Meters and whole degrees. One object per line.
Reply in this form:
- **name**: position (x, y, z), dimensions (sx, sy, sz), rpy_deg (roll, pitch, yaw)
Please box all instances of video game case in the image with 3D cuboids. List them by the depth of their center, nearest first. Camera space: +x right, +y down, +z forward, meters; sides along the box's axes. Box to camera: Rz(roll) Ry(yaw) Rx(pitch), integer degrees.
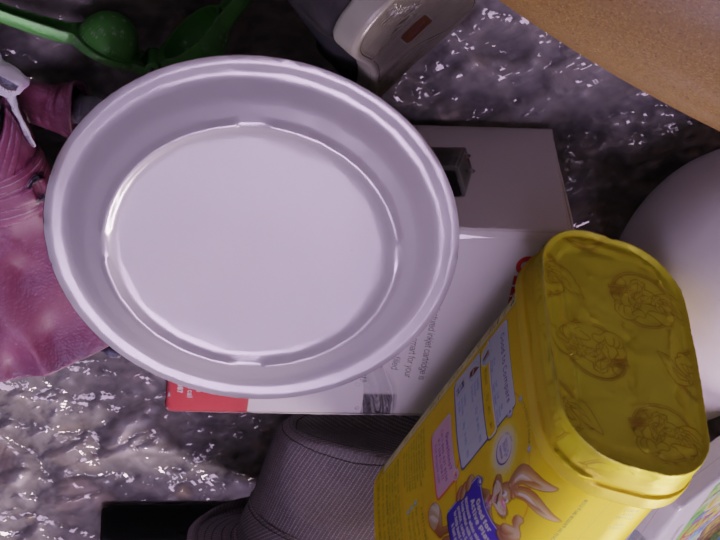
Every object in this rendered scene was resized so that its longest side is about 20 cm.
- **video game case**: position (0.212, 0.111, 1.577), dimensions (0.200, 0.022, 0.182), rpy_deg (-33, 163, -27)

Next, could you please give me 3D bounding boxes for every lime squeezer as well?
- **lime squeezer**: position (-0.108, -0.123, 1.386), dimensions (0.199, 0.038, 0.071), rpy_deg (-8, 137, 3)

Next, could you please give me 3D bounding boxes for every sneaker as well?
- **sneaker**: position (-0.008, -0.146, 1.339), dimensions (0.075, 0.106, 0.200), rpy_deg (-43, 172, -2)

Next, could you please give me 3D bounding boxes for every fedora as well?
- **fedora**: position (0.009, 0.131, 1.613), dimensions (0.199, 0.177, 0.091), rpy_deg (12, 106, -7)

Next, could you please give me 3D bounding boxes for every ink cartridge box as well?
- **ink cartridge box**: position (0.000, 0.000, 1.498), dimensions (0.199, 0.083, 0.147), rpy_deg (2, 137, -8)

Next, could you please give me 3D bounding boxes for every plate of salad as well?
- **plate of salad**: position (-0.052, -0.023, 1.379), dimensions (0.199, 0.048, 0.200), rpy_deg (1, 126, 1)

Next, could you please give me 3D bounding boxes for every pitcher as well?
- **pitcher**: position (0.197, 0.020, 1.534), dimensions (0.171, 0.121, 0.200), rpy_deg (-13, 150, -40)

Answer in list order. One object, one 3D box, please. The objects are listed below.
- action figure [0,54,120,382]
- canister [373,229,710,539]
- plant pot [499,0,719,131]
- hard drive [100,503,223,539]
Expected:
- **action figure**: position (-0.176, -0.045, 1.443), dimensions (0.134, 0.149, 0.200), rpy_deg (-30, 124, -23)
- **canister**: position (0.084, 0.098, 1.445), dimensions (0.086, 0.149, 0.200), rpy_deg (15, 136, -21)
- **plant pot**: position (0.125, -0.167, 1.279), dimensions (0.200, 0.187, 0.187), rpy_deg (17, 134, -5)
- **hard drive**: position (-0.091, 0.216, 1.761), dimensions (0.139, 0.033, 0.200), rpy_deg (0, 138, -7)
